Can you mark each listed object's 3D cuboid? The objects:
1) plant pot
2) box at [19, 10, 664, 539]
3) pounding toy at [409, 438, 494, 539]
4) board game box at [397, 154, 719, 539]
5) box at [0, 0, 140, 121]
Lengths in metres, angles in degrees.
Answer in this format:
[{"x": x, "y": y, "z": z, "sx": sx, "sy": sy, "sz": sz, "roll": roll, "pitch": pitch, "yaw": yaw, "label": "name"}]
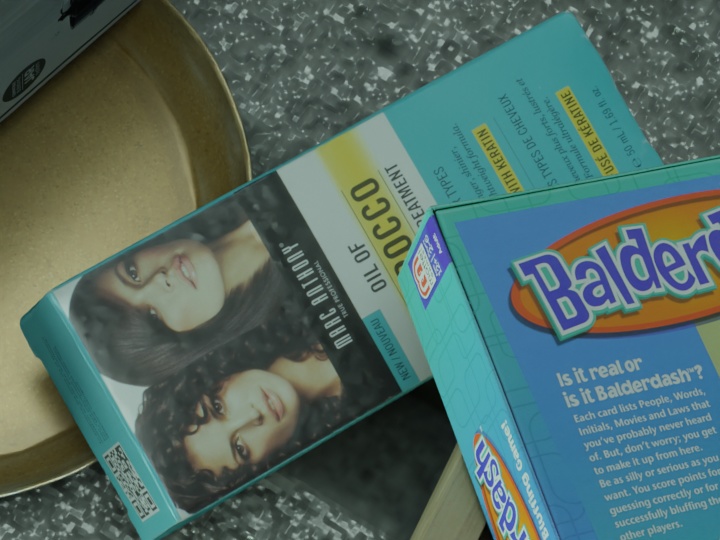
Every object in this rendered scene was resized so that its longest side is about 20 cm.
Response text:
[{"x": -0.134, "y": -0.020, "z": 0.934, "sx": 0.199, "sy": 0.028, "sz": 0.201, "roll": 1, "pitch": 73, "yaw": -4, "label": "plant pot"}, {"x": 0.000, "y": 0.000, "z": 0.907, "sx": 0.199, "sy": 0.049, "sz": 0.083, "roll": -30, "pitch": 87, "yaw": -21, "label": "box"}, {"x": 0.094, "y": 0.144, "z": 0.858, "sx": 0.199, "sy": 0.142, "sz": 0.185, "roll": 28, "pitch": 58, "yaw": 2, "label": "pounding toy"}, {"x": 0.113, "y": 0.064, "z": 0.799, "sx": 0.151, "sy": 0.045, "sz": 0.201, "roll": -10, "pitch": 64, "yaw": -19, "label": "board game box"}, {"x": -0.141, "y": -0.074, "z": 0.878, "sx": 0.200, "sy": 0.117, "sz": 0.060, "roll": -42, "pitch": 82, "yaw": -17, "label": "box"}]
